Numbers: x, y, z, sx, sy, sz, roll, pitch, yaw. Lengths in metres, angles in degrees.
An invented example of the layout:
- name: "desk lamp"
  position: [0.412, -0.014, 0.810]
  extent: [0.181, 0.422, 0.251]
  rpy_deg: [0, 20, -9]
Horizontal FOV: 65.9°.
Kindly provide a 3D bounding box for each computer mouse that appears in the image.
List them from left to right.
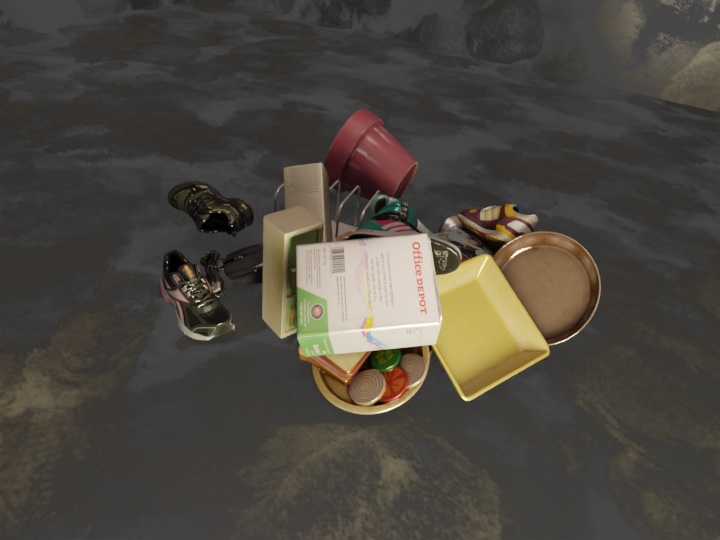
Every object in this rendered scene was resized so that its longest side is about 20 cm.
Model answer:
- name: "computer mouse"
  position: [-0.200, -0.013, 1.047]
  extent: [0.196, 0.053, 0.139]
  rpy_deg: [-5, 35, -17]

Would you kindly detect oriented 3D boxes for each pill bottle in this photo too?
- name: "pill bottle"
  position: [0.350, 0.011, 1.067]
  extent: [0.110, 0.114, 0.201]
  rpy_deg: [-8, 37, -21]

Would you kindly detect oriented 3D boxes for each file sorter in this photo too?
- name: "file sorter"
  position: [-0.070, -0.114, 1.154]
  extent: [0.197, 0.126, 0.139]
  rpy_deg: [16, 34, 13]

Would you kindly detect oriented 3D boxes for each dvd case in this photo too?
- name: "dvd case"
  position: [0.169, -0.026, 1.053]
  extent: [0.197, 0.022, 0.146]
  rpy_deg: [-12, 38, -32]

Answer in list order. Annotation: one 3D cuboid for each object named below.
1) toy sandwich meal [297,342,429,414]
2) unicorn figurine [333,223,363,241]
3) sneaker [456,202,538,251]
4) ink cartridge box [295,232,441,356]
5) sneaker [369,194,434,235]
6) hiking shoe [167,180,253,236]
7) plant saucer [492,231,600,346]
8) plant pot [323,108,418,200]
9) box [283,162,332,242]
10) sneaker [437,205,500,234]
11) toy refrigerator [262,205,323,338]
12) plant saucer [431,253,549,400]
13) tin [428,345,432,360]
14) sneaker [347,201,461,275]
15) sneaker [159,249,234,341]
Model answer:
- name: "toy sandwich meal"
  position: [0.007, 0.116, 0.839]
  extent: [0.201, 0.071, 0.208]
  rpy_deg: [-5, 51, 6]
- name: "unicorn figurine"
  position: [0.000, 0.000, 0.993]
  extent: [0.135, 0.075, 0.201]
  rpy_deg: [-12, 37, -12]
- name: "sneaker"
  position: [0.274, -0.095, 1.111]
  extent: [0.090, 0.075, 0.200]
  rpy_deg: [-44, 31, -3]
- name: "ink cartridge box"
  position: [0.009, 0.035, 0.801]
  extent: [0.196, 0.084, 0.147]
  rpy_deg: [-5, 61, 1]
- name: "sneaker"
  position: [0.073, -0.102, 1.162]
  extent: [0.200, 0.078, 0.140]
  rpy_deg: [42, 7, -32]
- name: "hiking shoe"
  position: [-0.329, -0.128, 1.167]
  extent: [0.197, 0.077, 0.101]
  rpy_deg: [16, 32, 11]
- name: "plant saucer"
  position: [0.312, 0.033, 0.966]
  extent: [0.199, 0.202, 0.034]
  rpy_deg: [32, 2, 32]
- name: "plant pot"
  position: [0.033, -0.253, 1.333]
  extent: [0.178, 0.202, 0.200]
  rpy_deg: [33, 39, 9]
- name: "box"
  position: [-0.096, -0.092, 1.032]
  extent: [0.080, 0.068, 0.204]
  rpy_deg: [-5, 74, 7]
- name: "sneaker"
  position: [0.268, -0.084, 1.243]
  extent: [0.197, 0.075, 0.088]
  rpy_deg: [-19, 53, -23]
- name: "toy refrigerator"
  position: [-0.111, 0.006, 0.905]
  extent: [0.075, 0.203, 0.070]
  rpy_deg: [-20, 43, -36]
- name: "plant saucer"
  position: [0.182, 0.092, 0.911]
  extent: [0.197, 0.049, 0.202]
  rpy_deg: [-20, 69, -28]
- name: "tin"
  position: [0.032, 0.104, 0.939]
  extent: [0.199, 0.042, 0.111]
  rpy_deg: [33, 37, 31]
- name: "sneaker"
  position: [0.088, -0.058, 0.946]
  extent: [0.197, 0.085, 0.121]
  rpy_deg: [11, 41, 23]
- name: "sneaker"
  position: [-0.285, 0.036, 0.929]
  extent: [0.199, 0.088, 0.080]
  rpy_deg: [34, 44, 32]
